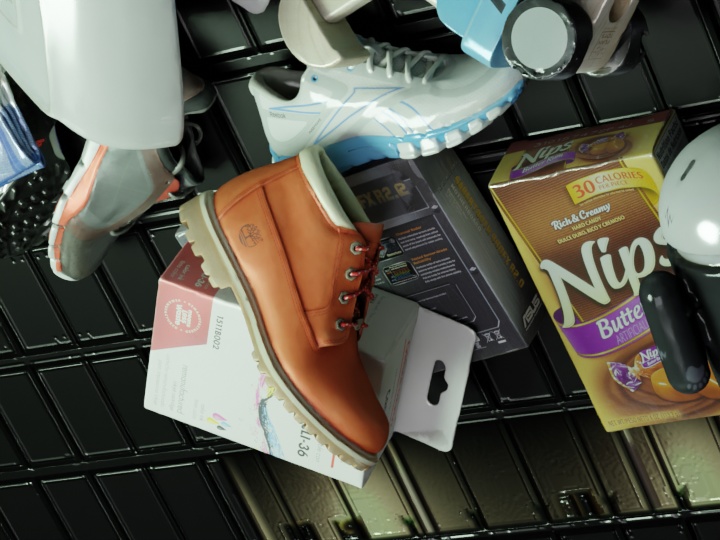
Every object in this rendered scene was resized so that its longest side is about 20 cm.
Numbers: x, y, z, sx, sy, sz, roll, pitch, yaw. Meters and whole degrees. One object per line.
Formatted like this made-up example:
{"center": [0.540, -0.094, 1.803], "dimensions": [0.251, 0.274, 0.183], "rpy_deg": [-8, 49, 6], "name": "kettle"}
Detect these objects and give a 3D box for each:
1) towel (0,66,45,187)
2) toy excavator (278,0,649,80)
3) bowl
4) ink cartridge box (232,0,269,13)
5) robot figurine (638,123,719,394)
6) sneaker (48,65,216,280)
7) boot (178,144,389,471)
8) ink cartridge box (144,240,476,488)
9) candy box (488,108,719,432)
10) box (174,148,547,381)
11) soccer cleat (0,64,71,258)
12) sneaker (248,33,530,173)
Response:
{"center": [-0.297, -0.131, 1.734], "dimensions": [0.147, 0.024, 0.200], "rpy_deg": [-22, 97, 34], "name": "towel"}
{"center": [0.067, -0.172, 1.575], "dimensions": [0.200, 0.100, 0.195], "rpy_deg": [36, 113, 24], "name": "toy excavator"}
{"center": [-0.184, -0.181, 1.625], "dimensions": [0.200, 0.075, 0.200], "rpy_deg": [48, 148, 47], "name": "bowl"}
{"center": [-0.055, -0.261, 1.580], "dimensions": [0.115, 0.068, 0.200], "rpy_deg": [32, 131, -3], "name": "ink cartridge box"}
{"center": [0.251, 0.003, 1.595], "dimensions": [0.125, 0.150, 0.200], "rpy_deg": [-8, 118, 32], "name": "robot figurine"}
{"center": [-0.149, -0.058, 1.778], "dimensions": [0.082, 0.077, 0.200], "rpy_deg": [23, 132, -2], "name": "sneaker"}
{"center": [-0.019, 0.022, 1.656], "dimensions": [0.107, 0.075, 0.200], "rpy_deg": [-29, 88, 11], "name": "boot"}
{"center": [-0.034, 0.063, 1.756], "dimensions": [0.200, 0.068, 0.117], "rpy_deg": [19, 130, 11], "name": "ink cartridge box"}
{"center": [0.175, 0.003, 1.690], "dimensions": [0.117, 0.056, 0.200], "rpy_deg": [-11, 119, 31], "name": "candy box"}
{"center": [0.000, 0.000, 1.770], "dimensions": [0.200, 0.048, 0.158], "rpy_deg": [-18, 115, 34], "name": "box"}
{"center": [-0.239, -0.090, 1.808], "dimensions": [0.073, 0.068, 0.200], "rpy_deg": [48, 151, 29], "name": "soccer cleat"}
{"center": [0.011, -0.115, 1.664], "dimensions": [0.200, 0.075, 0.087], "rpy_deg": [-14, 113, 32], "name": "sneaker"}
